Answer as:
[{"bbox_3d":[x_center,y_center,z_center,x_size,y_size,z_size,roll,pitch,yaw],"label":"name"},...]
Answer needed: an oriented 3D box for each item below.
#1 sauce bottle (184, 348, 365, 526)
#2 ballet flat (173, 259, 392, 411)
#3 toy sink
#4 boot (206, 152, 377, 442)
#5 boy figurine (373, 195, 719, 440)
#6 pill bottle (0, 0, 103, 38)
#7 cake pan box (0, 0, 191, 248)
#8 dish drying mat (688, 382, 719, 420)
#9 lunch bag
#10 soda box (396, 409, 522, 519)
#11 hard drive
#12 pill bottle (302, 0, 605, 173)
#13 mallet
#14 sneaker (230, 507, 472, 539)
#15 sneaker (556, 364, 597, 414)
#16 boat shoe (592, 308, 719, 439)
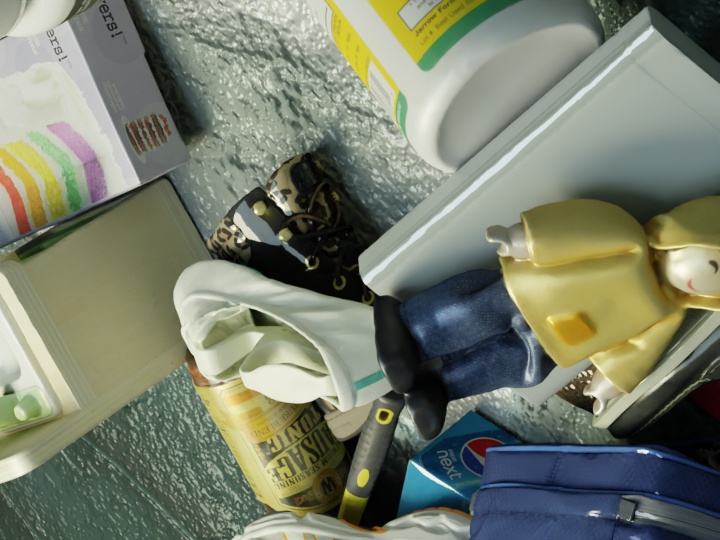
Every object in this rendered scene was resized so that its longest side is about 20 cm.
[{"bbox_3d":[-0.037,0.120,1.684,0.066,0.066,0.200,-7,121,45],"label":"sauce bottle"},{"bbox_3d":[-0.055,0.039,1.546,0.200,0.069,0.070,13,125,46],"label":"ballet flat"},{"bbox_3d":[-0.197,0.040,1.679,0.130,0.200,0.112,-20,102,49],"label":"toy sink"},{"bbox_3d":[0.000,0.000,1.568,0.151,0.073,0.200,52,144,3],"label":"boot"},{"bbox_3d":[0.111,0.019,1.347,0.199,0.065,0.125,-19,124,12],"label":"boy figurine"},{"bbox_3d":[-0.168,-0.196,1.494,0.114,0.200,0.114,23,131,30],"label":"pill bottle"},{"bbox_3d":[-0.209,-0.126,1.684,0.184,0.052,0.201,-18,97,46],"label":"cake pan box"},{"bbox_3d":[0.254,0.089,1.426,0.200,0.018,0.077,34,134,21],"label":"dish drying mat"},{"bbox_3d":[0.146,0.153,1.449,0.136,0.133,0.200,21,165,-32],"label":"lunch bag"},{"bbox_3d":[0.057,0.184,1.639,0.068,0.064,0.201,32,134,23],"label":"soda box"},{"bbox_3d":[0.115,-0.028,1.366,0.132,0.026,0.200,35,117,-28],"label":"hard drive"},{"bbox_3d":[0.026,-0.155,1.385,0.200,0.112,0.113,54,142,28],"label":"pill bottle"},{"bbox_3d":[-0.012,0.129,1.599,0.066,0.041,0.200,14,137,6],"label":"mallet"},{"bbox_3d":[-0.017,0.190,1.565,0.199,0.092,0.076,-12,121,35],"label":"sneaker"},{"bbox_3d":[0.117,-0.002,1.462,0.070,0.076,0.200,27,155,37],"label":"sneaker"},{"bbox_3d":[0.194,0.033,1.390,0.068,0.072,0.200,41,125,-10],"label":"boat shoe"}]
